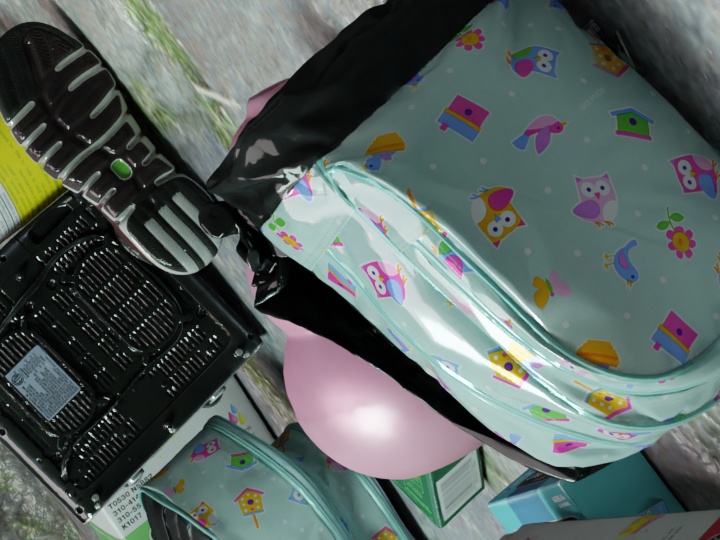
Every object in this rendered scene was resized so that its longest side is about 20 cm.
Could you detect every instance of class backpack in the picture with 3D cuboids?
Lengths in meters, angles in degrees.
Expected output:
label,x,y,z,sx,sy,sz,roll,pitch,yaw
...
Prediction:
label,x,y,z,sx,sy,sz,roll,pitch,yaw
backpack,-0.054,0.192,1.892,0.200,0.153,0.176,50,167,-33
backpack,0.061,-0.016,1.044,0.200,0.167,0.127,45,160,4

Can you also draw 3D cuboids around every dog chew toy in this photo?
label,x,y,z,sx,sy,sz,roll,pitch,yaw
dog chew toy,0.000,0.000,1.344,0.201,0.124,0.124,62,164,-9

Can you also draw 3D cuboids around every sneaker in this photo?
label,x,y,z,sx,sy,sz,roll,pitch,yaw
sneaker,-0.172,-0.068,1.803,0.200,0.076,0.116,51,169,4

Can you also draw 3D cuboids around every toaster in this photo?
label,x,y,z,sx,sy,sz,roll,pitch,yaw
toaster,-0.197,0.051,1.902,0.200,0.181,0.119,45,171,-2

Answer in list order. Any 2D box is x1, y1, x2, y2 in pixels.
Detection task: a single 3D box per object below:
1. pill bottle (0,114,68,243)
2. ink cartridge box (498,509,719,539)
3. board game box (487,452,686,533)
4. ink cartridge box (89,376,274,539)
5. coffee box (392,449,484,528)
label,x,y,z,sx,sy,sz,roll,pitch,yaw
pill bottle,-0.278,-0.061,1.888,0.104,0.200,0.104,48,165,17
ink cartridge box,0.114,0.186,1.260,0.200,0.146,0.083,-12,116,55
board game box,0.159,0.182,1.417,0.200,0.047,0.151,52,166,0
ink cartridge box,-0.168,0.109,2.069,0.200,0.145,0.084,59,164,-23
coffee box,0.014,0.058,1.579,0.123,0.044,0.200,44,164,27
